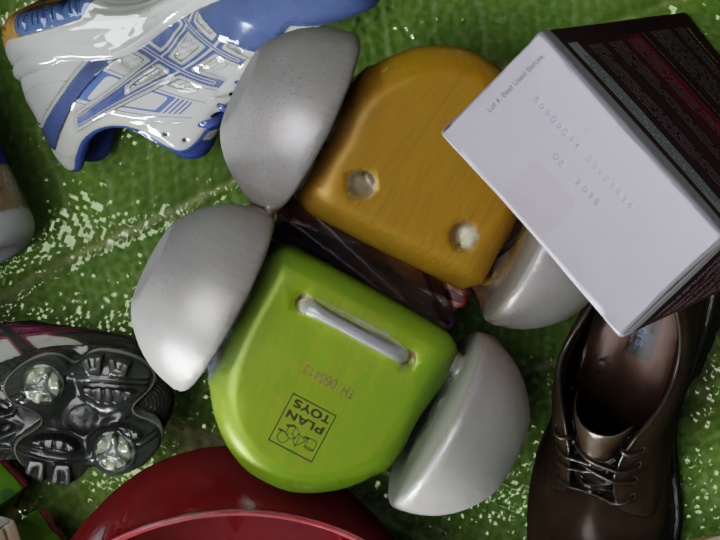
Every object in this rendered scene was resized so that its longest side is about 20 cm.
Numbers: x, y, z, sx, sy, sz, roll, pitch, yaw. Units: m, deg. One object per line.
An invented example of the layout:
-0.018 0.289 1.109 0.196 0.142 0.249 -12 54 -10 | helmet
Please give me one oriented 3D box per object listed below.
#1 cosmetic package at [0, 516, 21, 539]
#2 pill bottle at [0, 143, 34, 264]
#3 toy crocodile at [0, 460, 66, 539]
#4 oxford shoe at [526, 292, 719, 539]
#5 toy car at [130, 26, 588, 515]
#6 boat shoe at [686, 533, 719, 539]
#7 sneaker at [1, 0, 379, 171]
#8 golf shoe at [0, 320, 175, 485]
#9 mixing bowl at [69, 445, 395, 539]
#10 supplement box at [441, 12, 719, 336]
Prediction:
-0.193 0.216 1.344 0.103 0.073 0.201 5 117 40 | cosmetic package
-0.243 -0.084 1.349 0.115 0.116 0.201 -26 86 23 | pill bottle
-0.184 0.116 1.381 0.200 0.062 0.068 51 143 8 | toy crocodile
0.103 0.081 1.240 0.072 0.084 0.201 13 102 19 | oxford shoe
0.000 0.000 1.234 0.174 0.150 0.201 27 84 -11 | toy car
0.111 0.163 1.207 0.199 0.069 0.074 -14 126 -2 | boat shoe
-0.066 -0.100 1.306 0.199 0.075 0.089 -11 103 30 | sneaker
-0.184 0.059 1.334 0.198 0.088 0.078 5 105 6 | golf shoe
-0.059 0.154 1.282 0.199 0.109 0.201 -2 124 -3 | mixing bowl
0.119 -0.044 1.154 0.061 0.200 0.109 -45 78 22 | supplement box
